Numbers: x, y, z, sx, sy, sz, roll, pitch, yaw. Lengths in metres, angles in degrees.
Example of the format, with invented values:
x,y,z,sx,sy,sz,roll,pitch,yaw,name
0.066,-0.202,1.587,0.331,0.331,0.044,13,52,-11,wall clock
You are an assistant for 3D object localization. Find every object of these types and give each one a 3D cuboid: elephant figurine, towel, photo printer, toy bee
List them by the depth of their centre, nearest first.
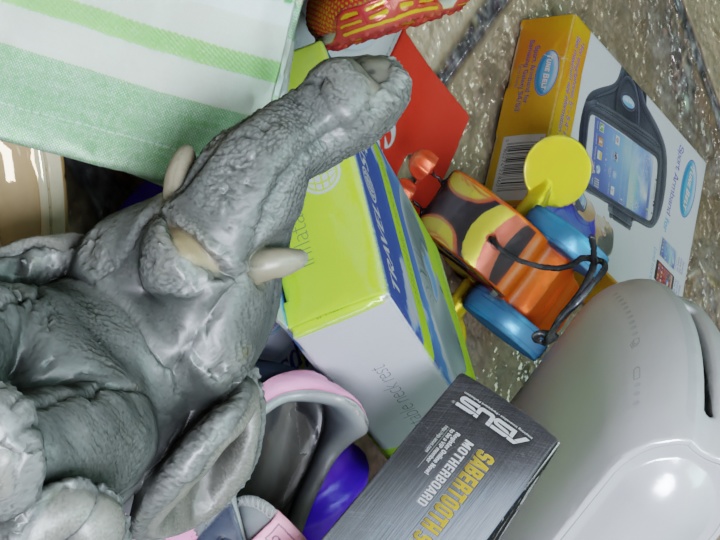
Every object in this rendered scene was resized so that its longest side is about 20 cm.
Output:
x,y,z,sx,sy,sz,roll,pitch,yaw,name
-0.078,0.030,0.625,0.200,0.154,0.143,-33,112,-46,elephant figurine
-0.081,-0.135,0.668,0.151,0.023,0.202,15,83,-25,towel
0.098,0.106,0.880,0.069,0.201,0.167,30,23,-12,photo printer
0.068,-0.018,0.942,0.108,0.200,0.131,38,67,6,toy bee

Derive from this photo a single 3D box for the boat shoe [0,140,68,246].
x,y,z,sx,sy,sz,roll,pitch,yaw,name
-0.156,-0.076,0.683,0.069,0.074,0.202,-17,101,-28,boat shoe

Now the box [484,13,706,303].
x,y,z,sx,sy,sz,roll,pitch,yaw,name
0.144,-0.044,1.113,0.200,0.041,0.120,36,60,-45,box

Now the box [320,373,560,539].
x,y,z,sx,sy,sz,roll,pitch,yaw,name
-0.012,0.153,0.726,0.158,0.048,0.201,-47,167,-44,box

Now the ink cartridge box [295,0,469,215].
x,y,z,sx,sy,sz,roll,pitch,yaw,name
-0.004,-0.081,0.903,0.200,0.047,0.161,51,50,-38,ink cartridge box

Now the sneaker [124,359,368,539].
x,y,z,sx,sy,sz,roll,pitch,yaw,name
-0.063,0.112,0.678,0.070,0.081,0.201,51,49,-37,sneaker

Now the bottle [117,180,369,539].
x,y,z,sx,sy,sz,roll,pitch,yaw,name
-0.042,0.052,0.824,0.084,0.065,0.202,-58,133,-57,bottle

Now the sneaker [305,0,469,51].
x,y,z,sx,sy,sz,roll,pitch,yaw,name
0.010,-0.146,0.816,0.200,0.072,0.078,-72,144,-62,sneaker

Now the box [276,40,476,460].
x,y,z,sx,sy,sz,roll,pitch,yaw,name
0.000,0.000,0.785,0.200,0.047,0.123,57,16,-58,box
